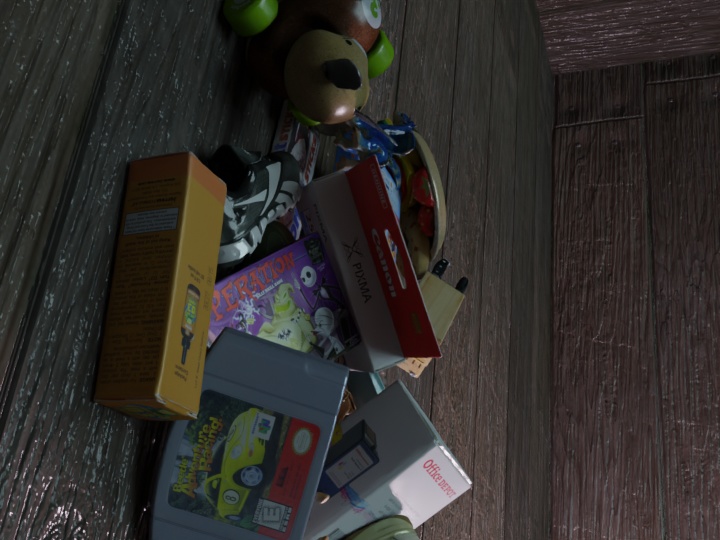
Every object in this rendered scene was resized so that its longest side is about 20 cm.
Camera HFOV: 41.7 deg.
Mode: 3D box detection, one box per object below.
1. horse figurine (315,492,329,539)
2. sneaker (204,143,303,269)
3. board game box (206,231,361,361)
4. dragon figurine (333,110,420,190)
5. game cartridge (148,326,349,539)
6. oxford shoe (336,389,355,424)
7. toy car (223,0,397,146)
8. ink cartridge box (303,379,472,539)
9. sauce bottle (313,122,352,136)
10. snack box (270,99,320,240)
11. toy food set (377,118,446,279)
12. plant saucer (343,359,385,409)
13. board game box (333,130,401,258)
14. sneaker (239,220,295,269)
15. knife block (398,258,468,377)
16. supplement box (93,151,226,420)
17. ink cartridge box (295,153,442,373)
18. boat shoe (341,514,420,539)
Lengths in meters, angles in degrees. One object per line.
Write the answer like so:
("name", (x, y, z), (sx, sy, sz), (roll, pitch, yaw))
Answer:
("horse figurine", (-0.099, 0.255, 0.822), (0.050, 0.130, 0.205), (27, 73, -71))
("sneaker", (-0.107, -0.087, 0.915), (0.201, 0.065, 0.092), (-60, 144, -55))
("board game box", (-0.085, 0.053, 0.871), (0.199, 0.032, 0.122), (-31, 97, -47))
("dragon figurine", (0.027, -0.129, 1.045), (0.201, 0.097, 0.060), (-103, -148, -57))
("game cartridge", (-0.097, 0.157, 0.775), (0.041, 0.130, 0.204), (141, -34, -79))
("oxford shoe", (-0.037, 0.139, 1.071), (0.071, 0.070, 0.205), (30, 57, -65))
("toy car", (-0.022, -0.210, 0.949), (0.165, 0.157, 0.201), (51, 1, -44))
("ink cartridge box", (0.001, 0.224, 0.959), (0.088, 0.198, 0.146), (56, 1, 35))
("sauce bottle", (-0.038, -0.260, 1.139), (0.066, 0.065, 0.204), (52, 26, -58))
("snack box", (-0.082, -0.095, 1.053), (0.072, 0.024, 0.203), (64, 28, -49))
("toy food set", (0.062, -0.104, 1.304), (0.202, 0.048, 0.201), (98, -26, -55))
("plant saucer", (0.022, 0.182, 1.196), (0.200, 0.035, 0.203), (-25, 91, -88))
("board game box", (0.005, -0.041, 1.144), (0.152, 0.036, 0.204), (51, 39, -56))
("sneaker", (-0.094, 0.052, 0.920), (0.090, 0.066, 0.205), (-3, 91, -75))
("knife block", (0.097, 0.044, 1.252), (0.177, 0.063, 0.201), (-59, 175, -19))
("supplement box", (-0.157, 0.013, 0.754), (0.067, 0.067, 0.204), (46, 42, -60))
("ink cartridge box", (0.000, 0.000, 0.950), (0.204, 0.044, 0.176), (72, -18, -1))
("boat shoe", (-0.027, 0.304, 0.897), (0.064, 0.197, 0.074), (56, -24, 34))
